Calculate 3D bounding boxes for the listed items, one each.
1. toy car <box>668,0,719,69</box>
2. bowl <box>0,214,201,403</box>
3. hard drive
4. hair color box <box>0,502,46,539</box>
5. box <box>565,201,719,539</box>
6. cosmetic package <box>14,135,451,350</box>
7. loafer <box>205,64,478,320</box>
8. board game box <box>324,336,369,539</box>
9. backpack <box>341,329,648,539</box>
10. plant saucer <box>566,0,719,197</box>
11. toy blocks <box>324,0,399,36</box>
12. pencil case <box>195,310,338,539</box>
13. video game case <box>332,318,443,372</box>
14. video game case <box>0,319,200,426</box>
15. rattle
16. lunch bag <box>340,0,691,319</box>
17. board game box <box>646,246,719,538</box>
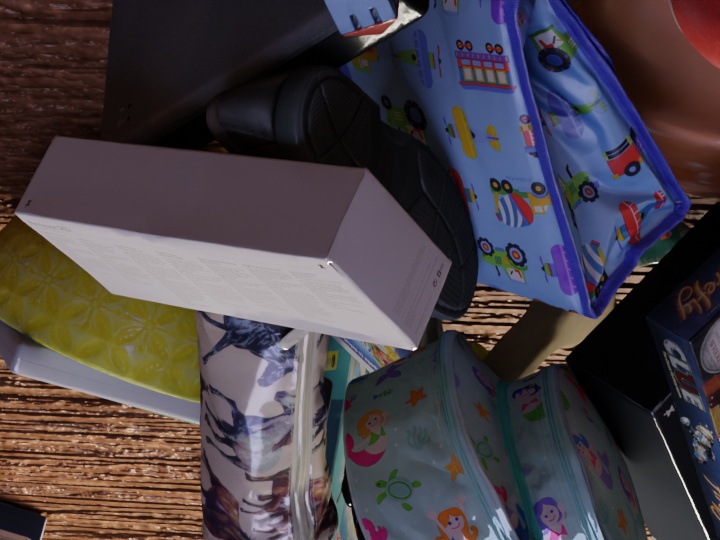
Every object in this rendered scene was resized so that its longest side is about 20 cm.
[{"bbox_3d":[0.223,-0.133,0.723,0.184,0.200,0.177,36,108,-22],"label":"toy car"},{"bbox_3d":[-0.124,-0.006,1.044,0.199,0.200,0.108,21,98,-13],"label":"bowl"},{"bbox_3d":[-0.049,-0.142,0.852,0.199,0.140,0.033,-26,141,36],"label":"hard drive"},{"bbox_3d":[-0.326,0.286,1.469,0.060,0.101,0.200,20,140,-11],"label":"hair color box"},{"bbox_3d":[0.223,0.081,1.057,0.079,0.141,0.200,30,158,43],"label":"box"},{"bbox_3d":[-0.062,-0.017,0.805,0.199,0.051,0.083,9,157,38],"label":"cosmetic package"},{"bbox_3d":[-0.004,-0.038,0.853,0.063,0.072,0.200,3,154,30],"label":"loafer"},{"bbox_3d":[-0.027,0.156,1.164,0.047,0.201,0.151,2,141,10],"label":"board game box"},{"bbox_3d":[0.075,0.135,0.974,0.150,0.178,0.200,-30,119,17],"label":"backpack"},{"bbox_3d":[0.198,-0.117,0.911,0.198,0.038,0.201,7,141,6],"label":"plant saucer"},{"bbox_3d":[-0.004,-0.192,0.718,0.099,0.201,0.137,-16,129,17],"label":"toy blocks"},{"bbox_3d":[-0.049,0.070,0.941,0.077,0.089,0.201,-12,121,-23],"label":"pencil case"},{"bbox_3d":[0.000,0.000,1.041,0.143,0.018,0.201,41,157,35],"label":"video game case"},{"bbox_3d":[-0.145,0.051,1.079,0.199,0.182,0.022,19,99,-29],"label":"video game case"},{"bbox_3d":[0.107,0.012,1.096,0.129,0.143,0.201,-2,128,-29],"label":"rattle"},{"bbox_3d":[0.060,-0.089,0.903,0.150,0.094,0.201,18,147,48],"label":"lunch bag"},{"bbox_3d":[0.239,0.055,0.978,0.035,0.135,0.201,33,157,44],"label":"board game box"}]
